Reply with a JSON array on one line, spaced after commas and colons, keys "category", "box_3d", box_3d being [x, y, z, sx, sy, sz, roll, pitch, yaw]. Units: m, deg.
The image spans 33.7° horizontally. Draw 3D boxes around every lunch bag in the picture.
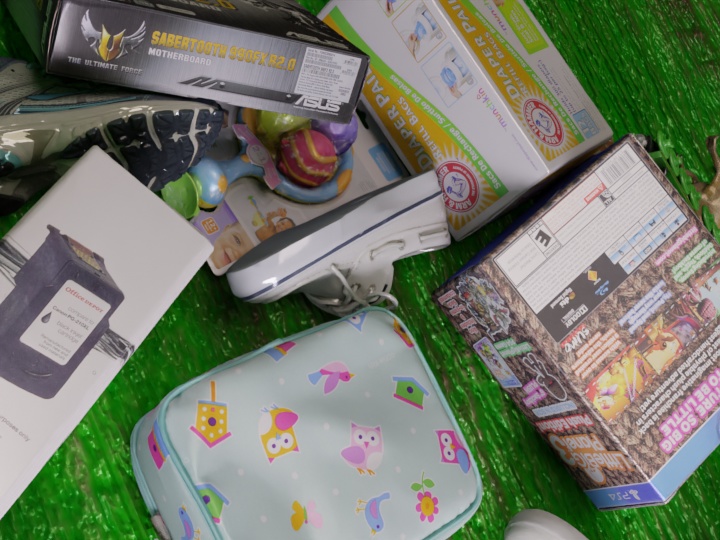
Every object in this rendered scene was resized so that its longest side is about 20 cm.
[{"category": "lunch bag", "box_3d": [-0.030, 0.122, 0.701, 0.199, 0.077, 0.162, -21, 80, -38]}]

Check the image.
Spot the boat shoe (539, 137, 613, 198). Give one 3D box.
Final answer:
[{"category": "boat shoe", "box_3d": [0.173, -0.097, 0.950, 0.074, 0.076, 0.201, -29, 85, -42]}]

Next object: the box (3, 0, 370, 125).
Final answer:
[{"category": "box", "box_3d": [-0.114, -0.156, 0.753, 0.198, 0.049, 0.159, 7, 25, -30]}]

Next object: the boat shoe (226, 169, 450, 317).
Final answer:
[{"category": "boat shoe", "box_3d": [-0.003, 0.001, 0.791, 0.201, 0.074, 0.087, -29, 100, -50]}]

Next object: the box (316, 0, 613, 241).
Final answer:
[{"category": "box", "box_3d": [0.076, -0.141, 0.881, 0.112, 0.101, 0.201, -30, 85, -48]}]

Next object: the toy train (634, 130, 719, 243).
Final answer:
[{"category": "toy train", "box_3d": [0.248, -0.044, 0.939, 0.200, 0.041, 0.057, 38, 44, -52]}]

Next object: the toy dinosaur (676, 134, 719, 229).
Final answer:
[{"category": "toy dinosaur", "box_3d": [0.333, -0.053, 1.055, 0.198, 0.058, 0.102, 21, 71, -13]}]

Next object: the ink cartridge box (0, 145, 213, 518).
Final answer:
[{"category": "ink cartridge box", "box_3d": [-0.178, 0.053, 0.595, 0.084, 0.145, 0.201, 40, 51, -8]}]

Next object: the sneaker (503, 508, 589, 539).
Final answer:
[{"category": "sneaker", "box_3d": [0.139, 0.251, 0.747, 0.084, 0.073, 0.201, -23, 82, -41]}]

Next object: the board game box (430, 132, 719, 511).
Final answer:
[{"category": "board game box", "box_3d": [0.179, 0.038, 0.840, 0.159, 0.097, 0.201, -38, 90, -22]}]

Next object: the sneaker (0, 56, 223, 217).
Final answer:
[{"category": "sneaker", "box_3d": [-0.179, -0.092, 0.701, 0.198, 0.078, 0.087, -11, 63, -24]}]

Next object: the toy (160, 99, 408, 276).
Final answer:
[{"category": "toy", "box_3d": [-0.049, -0.088, 0.815, 0.199, 0.047, 0.116, -30, 86, -39]}]
